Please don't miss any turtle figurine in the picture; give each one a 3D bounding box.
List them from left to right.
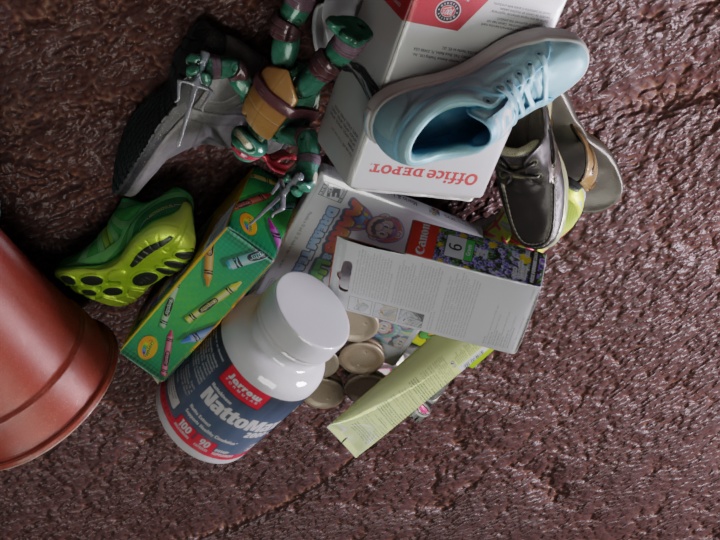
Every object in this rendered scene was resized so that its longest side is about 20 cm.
[{"bbox_3d":[-0.076,-0.147,0.995,0.149,0.101,0.200,35,120,1],"label":"turtle figurine"}]

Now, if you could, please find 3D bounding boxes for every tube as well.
[{"bbox_3d":[0.054,0.120,1.268,0.200,0.052,0.058,-41,97,-2],"label":"tube"}]

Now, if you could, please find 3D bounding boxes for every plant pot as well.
[{"bbox_3d":[-0.371,0.056,1.142,0.200,0.201,0.196,-21,128,10],"label":"plant pot"}]

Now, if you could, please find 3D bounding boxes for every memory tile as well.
[{"bbox_3d":[-0.072,0.097,1.268,0.198,0.017,0.154,-6,132,6],"label":"memory tile"}]

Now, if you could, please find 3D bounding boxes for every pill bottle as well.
[{"bbox_3d":[-0.106,0.094,1.175,0.119,0.120,0.200,23,130,-31],"label":"pill bottle"}]

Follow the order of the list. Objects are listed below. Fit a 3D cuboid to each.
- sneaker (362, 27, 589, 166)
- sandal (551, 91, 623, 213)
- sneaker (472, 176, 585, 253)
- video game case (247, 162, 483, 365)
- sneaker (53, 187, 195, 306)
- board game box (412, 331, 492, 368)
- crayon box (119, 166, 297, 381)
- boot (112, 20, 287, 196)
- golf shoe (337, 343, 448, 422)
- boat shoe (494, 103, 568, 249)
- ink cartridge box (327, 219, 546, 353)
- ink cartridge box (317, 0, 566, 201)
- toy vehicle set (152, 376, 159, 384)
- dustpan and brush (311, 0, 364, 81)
[{"bbox_3d":[0.106,-0.129,0.947,0.199,0.082,0.074,-24,134,-9],"label":"sneaker"},{"bbox_3d":[0.205,-0.116,1.171,0.081,0.055,0.200,-24,135,13],"label":"sandal"},{"bbox_3d":[0.159,-0.026,1.191,0.078,0.091,0.200,27,143,-11],"label":"sneaker"},{"bbox_3d":[0.000,0.000,1.208,0.181,0.024,0.201,21,126,-16],"label":"video game case"},{"bbox_3d":[-0.226,-0.023,1.166,0.199,0.084,0.074,-21,135,37],"label":"sneaker"},{"bbox_3d":[0.080,0.032,1.303,0.199,0.048,0.102,24,126,-31],"label":"board game box"},{"bbox_3d":[-0.150,0.004,1.167,0.058,0.119,0.200,36,122,-14],"label":"crayon box"},{"bbox_3d":[-0.134,-0.124,1.084,0.131,0.070,0.200,21,128,-33],"label":"boot"},{"bbox_3d":[0.029,0.094,1.353,0.088,0.077,0.200,-48,131,8],"label":"golf shoe"},{"bbox_3d":[0.147,-0.113,1.092,0.073,0.065,0.202,-4,103,28],"label":"boat shoe"},{"bbox_3d":[0.071,0.009,1.153,0.199,0.051,0.109,15,139,2],"label":"ink cartridge box"},{"bbox_3d":[0.065,-0.169,1.008,0.143,0.084,0.201,3,123,-29],"label":"ink cartridge box"},{"bbox_3d":[-0.163,0.117,1.342,0.123,0.027,0.200,-16,141,5],"label":"toy vehicle set"},{"bbox_3d":[0.020,-0.180,1.078,0.139,0.057,0.201,-13,131,-16],"label":"dustpan and brush"}]
